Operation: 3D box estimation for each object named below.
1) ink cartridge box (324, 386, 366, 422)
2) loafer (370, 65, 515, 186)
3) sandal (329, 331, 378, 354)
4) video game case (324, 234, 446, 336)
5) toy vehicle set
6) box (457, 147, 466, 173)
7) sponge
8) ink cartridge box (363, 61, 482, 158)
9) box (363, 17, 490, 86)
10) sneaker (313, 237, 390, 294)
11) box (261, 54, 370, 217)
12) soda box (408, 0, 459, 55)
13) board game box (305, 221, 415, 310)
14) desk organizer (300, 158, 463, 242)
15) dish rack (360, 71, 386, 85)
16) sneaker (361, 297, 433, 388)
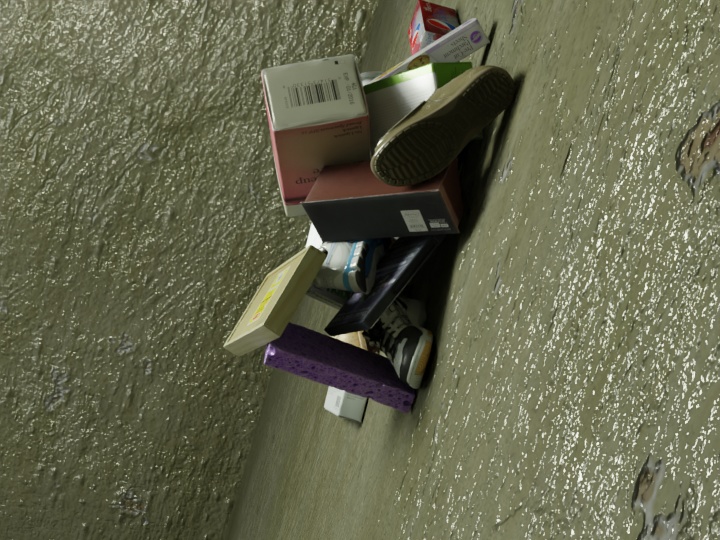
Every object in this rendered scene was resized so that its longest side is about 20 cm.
[{"bbox_3d":[-0.011,0.156,1.948,0.200,0.044,0.174,161,124,-81],"label":"ink cartridge box"},{"bbox_3d":[0.098,-0.176,1.423,0.200,0.076,0.067,-34,21,8],"label":"loafer"},{"bbox_3d":[-0.019,0.113,1.699,0.212,0.070,0.078,-117,9,-47],"label":"sandal"},{"bbox_3d":[0.041,0.003,1.540,0.200,0.019,0.143,-52,12,-19],"label":"video game case"},{"bbox_3d":[-0.114,0.043,1.535,0.124,0.027,0.200,-60,12,-20],"label":"toy vehicle set"},{"bbox_3d":[0.114,-0.186,1.681,0.200,0.046,0.159,-133,58,-81],"label":"box"},{"bbox_3d":[-0.028,0.122,1.532,0.112,0.200,0.030,-100,30,-72],"label":"sponge"},{"bbox_3d":[0.086,-0.160,1.543,0.148,0.076,0.200,-8,92,50],"label":"ink cartridge box"},{"bbox_3d":[0.085,-0.286,1.650,0.200,0.041,0.039,-30,13,5],"label":"box"},{"bbox_3d":[-0.014,-0.037,1.571,0.200,0.087,0.075,-62,-37,-57],"label":"sneaker"},{"bbox_3d":[-0.056,-0.178,1.582,0.200,0.128,0.109,85,173,-59],"label":"box"},{"bbox_3d":[0.122,-0.384,1.931,0.200,0.070,0.063,-90,16,-63],"label":"soda box"},{"bbox_3d":[0.000,0.000,1.659,0.035,0.200,0.126,-1,71,44],"label":"board game box"},{"bbox_3d":[0.034,-0.093,1.489,0.072,0.200,0.077,61,-141,-36],"label":"desk organizer"},{"bbox_3d":[0.049,-0.216,1.829,0.200,0.171,0.044,112,150,-45],"label":"dish rack"},{"bbox_3d":[0.041,0.090,1.523,0.200,0.088,0.076,-101,28,-71],"label":"sneaker"}]
